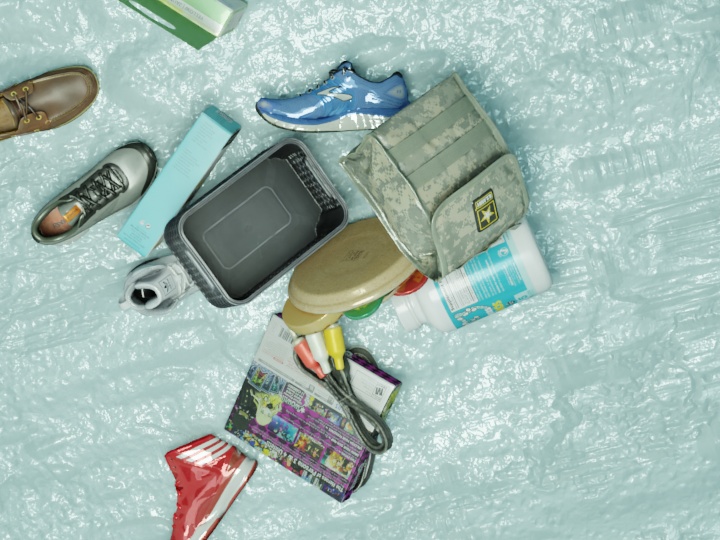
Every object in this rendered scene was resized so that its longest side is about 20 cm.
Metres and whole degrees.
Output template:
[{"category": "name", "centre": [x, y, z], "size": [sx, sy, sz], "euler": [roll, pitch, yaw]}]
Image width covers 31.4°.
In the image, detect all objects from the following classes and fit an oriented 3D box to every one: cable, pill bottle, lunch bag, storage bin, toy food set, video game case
[{"category": "cable", "centre": [-0.033, 0.152, 1.643], "size": [0.097, 0.050, 0.201], "euler": [-26, 85, 33]}, {"category": "pill bottle", "centre": [0.138, 0.010, 1.648], "size": [0.199, 0.111, 0.111], "euler": [-24, 101, 10]}, {"category": "lunch bag", "centre": [0.101, -0.106, 1.544], "size": [0.164, 0.118, 0.200], "euler": [-37, 92, -29]}, {"category": "storage bin", "centre": [-0.131, -0.058, 1.615], "size": [0.200, 0.094, 0.135], "euler": [-39, 99, -19]}, {"category": "toy food set", "centre": [0.000, 0.000, 1.613], "size": [0.197, 0.200, 0.049], "euler": [-12, 121, 24]}, {"category": "video game case", "centre": [-0.066, 0.181, 1.707], "size": [0.199, 0.036, 0.182], "euler": [28, 104, 19]}]

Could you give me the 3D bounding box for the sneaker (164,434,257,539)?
[{"category": "sneaker", "centre": [-0.240, 0.313, 1.774], "size": [0.115, 0.078, 0.200], "euler": [37, 91, 3]}]

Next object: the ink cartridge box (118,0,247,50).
[{"category": "ink cartridge box", "centre": [-0.223, -0.332, 1.542], "size": [0.145, 0.200, 0.048], "euler": [32, 106, -4]}]

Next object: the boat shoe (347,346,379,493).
[{"category": "boat shoe", "centre": [-0.004, 0.205, 1.731], "size": [0.066, 0.057, 0.201], "euler": [4, 104, 3]}]

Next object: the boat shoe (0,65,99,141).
[{"category": "boat shoe", "centre": [-0.433, -0.207, 1.654], "size": [0.199, 0.068, 0.072], "euler": [-19, 102, 8]}]

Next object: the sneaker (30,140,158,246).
[{"category": "sneaker", "centre": [-0.347, -0.093, 1.671], "size": [0.200, 0.079, 0.074], "euler": [-37, 97, 10]}]

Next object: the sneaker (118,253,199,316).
[{"category": "sneaker", "centre": [-0.223, 0.006, 1.667], "size": [0.199, 0.115, 0.075], "euler": [-19, 102, 8]}]

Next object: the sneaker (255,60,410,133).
[{"category": "sneaker", "centre": [-0.035, -0.220, 1.629], "size": [0.199, 0.079, 0.090], "euler": [-4, 96, -4]}]

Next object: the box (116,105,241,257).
[{"category": "box", "centre": [-0.234, -0.116, 1.656], "size": [0.049, 0.082, 0.200], "euler": [36, 103, -5]}]
